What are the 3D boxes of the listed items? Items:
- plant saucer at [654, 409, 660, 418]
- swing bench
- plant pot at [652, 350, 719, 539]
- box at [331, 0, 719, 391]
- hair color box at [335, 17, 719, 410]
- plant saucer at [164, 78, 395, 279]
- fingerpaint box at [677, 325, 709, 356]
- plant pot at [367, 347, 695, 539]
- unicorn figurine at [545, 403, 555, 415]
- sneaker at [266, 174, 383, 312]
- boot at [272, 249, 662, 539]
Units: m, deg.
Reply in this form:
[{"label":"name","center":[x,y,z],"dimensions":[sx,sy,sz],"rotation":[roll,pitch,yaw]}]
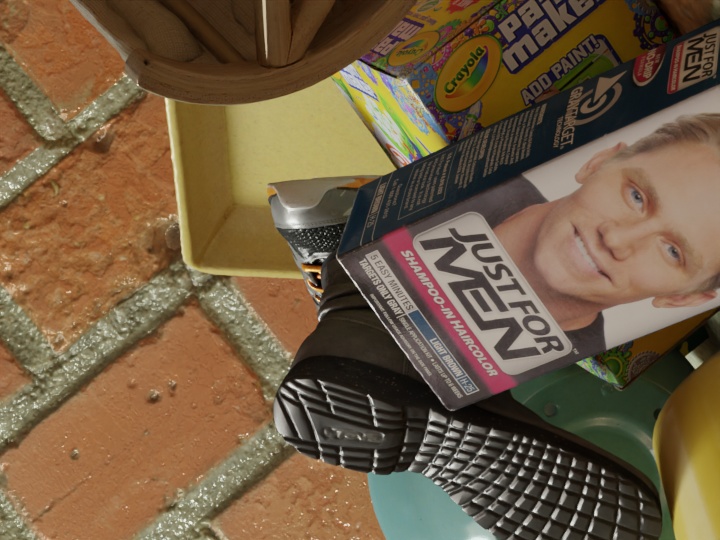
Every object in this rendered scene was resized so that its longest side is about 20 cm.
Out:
[{"label":"plant saucer","center":[0.174,0.104,1.416],"dimensions":[0.201,0.200,0.039],"rotation":[-141,44,-67]},{"label":"swing bench","center":[-0.055,-0.196,0.937],"dimensions":[0.129,0.201,0.199],"rotation":[1,-152,-32]},{"label":"plant pot","center":[0.230,0.130,1.025],"dimensions":[0.201,0.200,0.189],"rotation":[58,-172,-53]},{"label":"box","center":[0.090,-0.071,1.125],"dimensions":[0.193,0.122,0.200],"rotation":[53,175,-20]},{"label":"hair color box","center":[0.099,-0.022,0.976],"dimensions":[0.100,0.199,0.061],"rotation":[53,-150,-23]},{"label":"plant saucer","center":[-0.011,-0.073,1.313],"dimensions":[0.200,0.199,0.049],"rotation":[89,-176,-51]},{"label":"fingerpaint box","center":[0.116,-0.033,1.435],"dimensions":[0.200,0.073,0.167],"rotation":[46,173,46]},{"label":"plant pot","center":[0.114,0.110,1.223],"dimensions":[0.201,0.200,0.161],"rotation":[52,174,-6]},{"label":"unicorn figurine","center":[0.103,0.088,1.341],"dimensions":[0.137,0.201,0.074],"rotation":[17,173,2]},{"label":"sneaker","center":[0.000,0.000,1.259],"dimensions":[0.200,0.078,0.078],"rotation":[45,-133,-64]},{"label":"boot","center":[0.064,0.055,1.086],"dimensions":[0.199,0.070,0.132],"rotation":[25,-142,0]}]
